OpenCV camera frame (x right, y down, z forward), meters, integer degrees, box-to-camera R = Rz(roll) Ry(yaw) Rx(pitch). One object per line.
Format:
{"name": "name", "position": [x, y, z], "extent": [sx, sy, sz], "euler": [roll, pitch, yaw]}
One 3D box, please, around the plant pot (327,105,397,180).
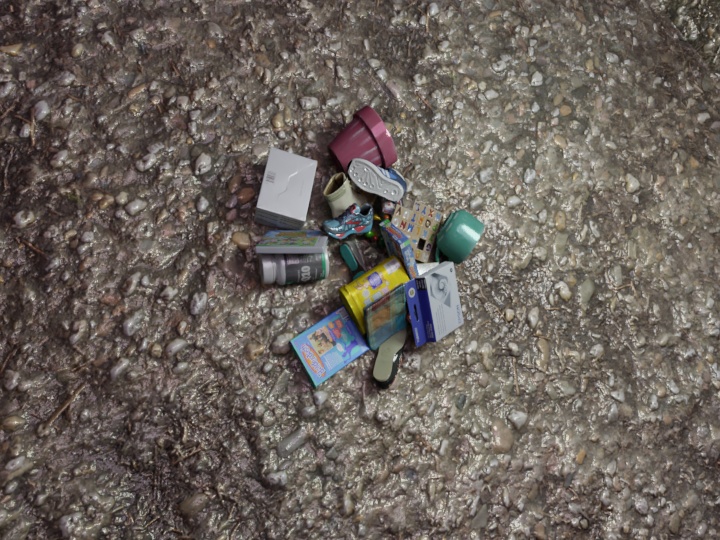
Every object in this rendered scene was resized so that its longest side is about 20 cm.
{"name": "plant pot", "position": [-0.003, -0.390, 1.720], "extent": [0.176, 0.200, 0.203], "euler": [-33, 83, -7]}

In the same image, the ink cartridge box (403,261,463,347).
{"name": "ink cartridge box", "position": [0.223, 0.100, 1.595], "extent": [0.196, 0.040, 0.207], "euler": [-24, 107, -39]}

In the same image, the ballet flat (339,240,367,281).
{"name": "ballet flat", "position": [0.000, 0.000, 1.660], "extent": [0.063, 0.067, 0.206], "euler": [-15, 79, -51]}

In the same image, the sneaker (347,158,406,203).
{"name": "sneaker", "position": [0.056, -0.290, 1.670], "extent": [0.195, 0.082, 0.147], "euler": [29, 23, -1]}

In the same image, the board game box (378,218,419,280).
{"name": "board game box", "position": [0.123, -0.039, 1.600], "extent": [0.034, 0.204, 0.136], "euler": [-29, 38, -10]}

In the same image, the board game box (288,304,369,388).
{"name": "board game box", "position": [-0.092, 0.221, 1.570], "extent": [0.196, 0.045, 0.155], "euler": [-30, 84, -23]}

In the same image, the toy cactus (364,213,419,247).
{"name": "toy cactus", "position": [0.114, -0.105, 1.716], "extent": [0.194, 0.102, 0.172], "euler": [-10, 85, -27]}

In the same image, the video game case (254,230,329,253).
{"name": "video game case", "position": [-0.191, -0.085, 1.551], "extent": [0.191, 0.183, 0.023], "euler": [0, 109, 3]}

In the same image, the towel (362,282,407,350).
{"name": "towel", "position": [0.074, 0.137, 1.540], "extent": [0.144, 0.203, 0.022], "euler": [-32, 54, -18]}

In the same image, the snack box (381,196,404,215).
{"name": "snack box", "position": [0.101, -0.250, 1.736], "extent": [0.069, 0.025, 0.204], "euler": [14, 42, -14]}

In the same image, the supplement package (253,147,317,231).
{"name": "supplement package", "position": [-0.230, -0.241, 1.640], "extent": [0.150, 0.111, 0.207], "euler": [14, 69, -11]}

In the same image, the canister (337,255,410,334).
{"name": "canister", "position": [0.051, 0.068, 1.580], "extent": [0.196, 0.086, 0.152], "euler": [-32, 101, -12]}

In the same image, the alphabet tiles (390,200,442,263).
{"name": "alphabet tiles", "position": [0.169, -0.130, 1.696], "extent": [0.195, 0.007, 0.173], "euler": [17, 92, -37]}

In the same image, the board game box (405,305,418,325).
{"name": "board game box", "position": [0.220, 0.103, 1.641], "extent": [0.103, 0.019, 0.202], "euler": [47, 61, -21]}

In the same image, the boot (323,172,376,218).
{"name": "boot", "position": [-0.029, -0.246, 1.676], "extent": [0.071, 0.157, 0.200], "euler": [26, 62, 37]}

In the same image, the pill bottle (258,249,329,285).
{"name": "pill bottle", "position": [-0.197, -0.020, 1.579], "extent": [0.192, 0.113, 0.118], "euler": [-7, 74, -17]}

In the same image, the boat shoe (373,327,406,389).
{"name": "boat shoe", "position": [0.090, 0.255, 1.607], "extent": [0.071, 0.064, 0.205], "euler": [8, 53, 22]}

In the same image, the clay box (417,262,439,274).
{"name": "clay box", "position": [0.213, 0.082, 1.700], "extent": [0.111, 0.048, 0.208], "euler": [-4, 75, -20]}

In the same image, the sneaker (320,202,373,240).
{"name": "sneaker", "position": [-0.039, -0.160, 1.609], "extent": [0.196, 0.098, 0.079], "euler": [-18, 46, -42]}

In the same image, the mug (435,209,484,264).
{"name": "mug", "position": [0.306, -0.104, 1.729], "extent": [0.113, 0.152, 0.187], "euler": [35, 67, -1]}
